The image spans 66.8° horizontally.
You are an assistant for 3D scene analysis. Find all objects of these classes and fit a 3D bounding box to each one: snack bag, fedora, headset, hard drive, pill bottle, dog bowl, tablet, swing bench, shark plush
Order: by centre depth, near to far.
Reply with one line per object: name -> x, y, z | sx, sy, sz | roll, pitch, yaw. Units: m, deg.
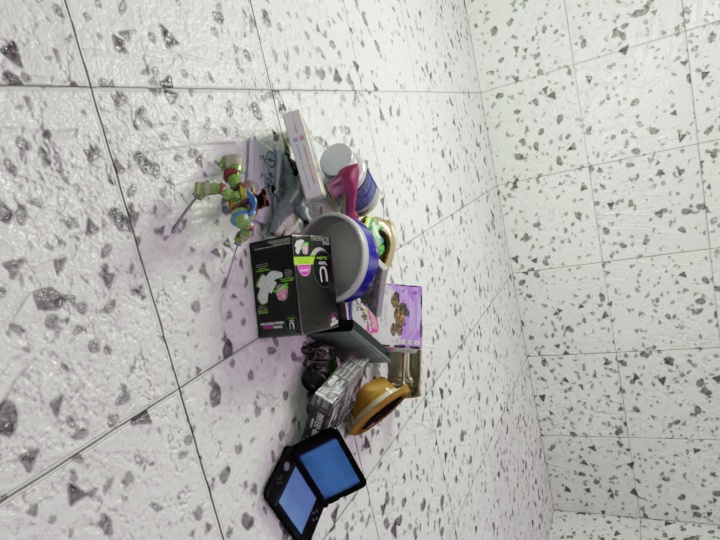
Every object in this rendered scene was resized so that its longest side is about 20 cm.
shark plush -> -0.162, -0.171, 1.217 | 0.081, 0.090, 0.207 | 8, 80, -29
snack bag -> -0.194, -0.186, 1.244 | 0.199, 0.021, 0.195 | 25, 62, -57
headset -> -0.086, 0.221, 1.272 | 0.201, 0.091, 0.127 | 59, 35, -54
dog bowl -> -0.056, -0.027, 1.275 | 0.078, 0.195, 0.207 | 9, 75, -59
hard drive -> -0.027, 0.177, 1.341 | 0.200, 0.136, 0.034 | 45, 48, -47
tablet -> -0.051, 0.049, 1.385 | 0.130, 0.013, 0.207 | 170, -86, -81
pill bottle -> -0.030, -0.235, 1.417 | 0.200, 0.116, 0.124 | 50, 41, -62
fedora -> 0.034, 0.342, 1.423 | 0.082, 0.201, 0.199 | 50, 21, 22
swing bench -> 0.115, 0.255, 1.593 | 0.199, 0.126, 0.205 | 33, 55, -54

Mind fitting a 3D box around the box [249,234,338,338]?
box -> -0.141, 0.034, 1.184 | 0.147, 0.121, 0.207 | -3, 87, -59

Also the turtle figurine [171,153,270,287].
turtle figurine -> -0.264, -0.122, 1.050 | 0.141, 0.201, 0.197 | 26, 31, -23

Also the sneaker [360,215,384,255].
sneaker -> 0.024, -0.047, 1.446 | 0.081, 0.074, 0.206 | 17, 70, -19

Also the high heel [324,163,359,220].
high heel -> -0.014, -0.173, 1.350 | 0.068, 0.095, 0.202 | 56, -2, 45

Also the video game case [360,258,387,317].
video game case -> 0.000, 0.000, 1.356 | 0.018, 0.200, 0.147 | -16, 132, -27

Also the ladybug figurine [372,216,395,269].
ladybug figurine -> 0.030, -0.060, 1.544 | 0.134, 0.071, 0.204 | 33, 60, -19

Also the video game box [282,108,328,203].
video game box -> -0.122, -0.253, 1.247 | 0.200, 0.045, 0.188 | -94, 166, -85

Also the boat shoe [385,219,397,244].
boat shoe -> 0.064, -0.071, 1.633 | 0.064, 0.069, 0.206 | 43, 49, -49

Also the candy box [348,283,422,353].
candy box -> 0.065, 0.125, 1.465 | 0.072, 0.193, 0.173 | 117, -24, -71

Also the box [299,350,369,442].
box -> -0.058, 0.303, 1.268 | 0.200, 0.049, 0.161 | -40, 151, -57

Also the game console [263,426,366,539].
game console -> -0.092, 0.471, 1.180 | 0.204, 0.113, 0.177 | 65, 33, -28
